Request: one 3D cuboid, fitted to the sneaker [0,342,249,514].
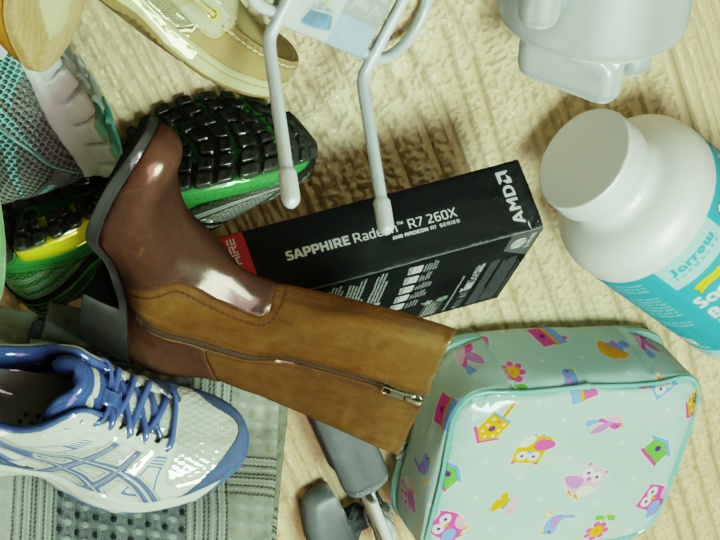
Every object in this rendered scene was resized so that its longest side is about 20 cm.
[{"bbox_3d":[-0.145,0.081,1.295,0.199,0.076,0.088,6,154,-24],"label":"sneaker"}]

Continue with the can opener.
[{"bbox_3d":[-0.020,0.128,1.567,0.067,0.053,0.200,-28,130,-6],"label":"can opener"}]

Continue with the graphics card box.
[{"bbox_3d":[0.000,0.000,1.447,0.199,0.051,0.126,-14,162,-15],"label":"graphics card box"}]

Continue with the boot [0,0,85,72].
[{"bbox_3d":[-0.213,-0.185,1.145,0.071,0.144,0.201,-60,158,-28],"label":"boot"}]

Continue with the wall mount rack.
[{"bbox_3d":[0.001,-0.118,1.325,0.200,0.074,0.174,14,104,-62],"label":"wall mount rack"}]

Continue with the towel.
[{"bbox_3d":[-0.131,0.118,1.350,0.192,0.201,0.035,12,151,-18],"label":"towel"}]

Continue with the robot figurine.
[{"bbox_3d":[0.138,-0.196,1.365,0.170,0.113,0.200,-44,148,-49],"label":"robot figurine"}]

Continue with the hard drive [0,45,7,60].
[{"bbox_3d":[-0.222,-0.213,1.184,0.200,0.027,0.132,34,105,-16],"label":"hard drive"}]

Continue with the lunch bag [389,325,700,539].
[{"bbox_3d":[0.117,0.119,1.611,0.199,0.077,0.161,-3,126,-24],"label":"lunch bag"}]

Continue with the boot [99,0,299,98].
[{"bbox_3d":[-0.070,-0.193,1.296,0.200,0.073,0.156,34,103,-37],"label":"boot"}]

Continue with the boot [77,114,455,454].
[{"bbox_3d":[-0.048,0.014,1.292,0.199,0.069,0.189,20,134,4],"label":"boot"}]

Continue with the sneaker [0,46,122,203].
[{"bbox_3d":[-0.204,-0.109,1.291,0.091,0.078,0.200,-25,127,4],"label":"sneaker"}]

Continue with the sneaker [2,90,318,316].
[{"bbox_3d":[-0.118,-0.038,1.392,0.199,0.078,0.085,-20,138,0],"label":"sneaker"}]

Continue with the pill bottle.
[{"bbox_3d":[0.200,-0.026,1.523,0.200,0.111,0.111,32,106,-39],"label":"pill bottle"}]

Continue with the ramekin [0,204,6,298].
[{"bbox_3d":[-0.257,-0.045,1.232,0.097,0.200,0.200,-17,130,-25],"label":"ramekin"}]
